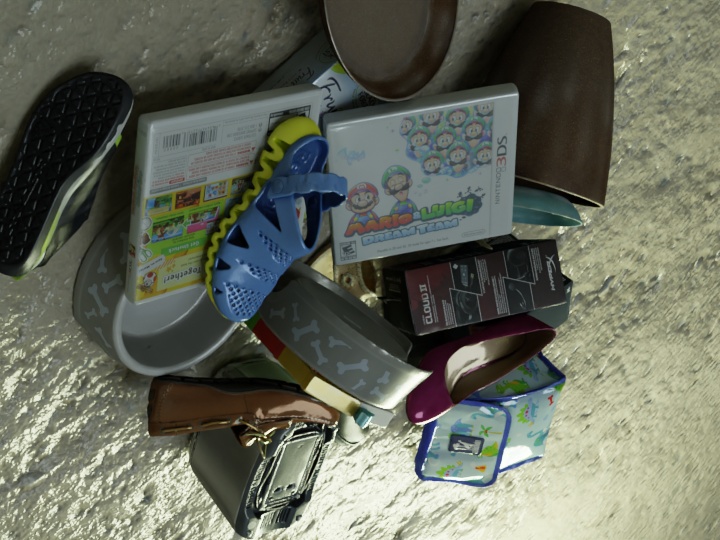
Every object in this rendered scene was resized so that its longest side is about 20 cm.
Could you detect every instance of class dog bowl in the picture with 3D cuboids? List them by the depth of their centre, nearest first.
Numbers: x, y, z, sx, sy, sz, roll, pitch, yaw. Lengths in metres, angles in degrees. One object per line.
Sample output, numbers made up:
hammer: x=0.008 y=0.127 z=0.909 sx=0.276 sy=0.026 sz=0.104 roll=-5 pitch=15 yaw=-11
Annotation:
dog bowl: x=-0.184 y=0.016 z=1.293 sx=0.199 sy=0.058 sz=0.202 roll=-30 pitch=140 yaw=-29
dog bowl: x=-0.020 y=0.067 z=1.354 sx=0.059 sy=0.200 sz=0.199 roll=-54 pitch=146 yaw=7

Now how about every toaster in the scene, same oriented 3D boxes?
toaster: x=-0.112 y=0.189 z=1.469 sx=0.113 sy=0.129 sz=0.202 roll=-9 pitch=128 yaw=-45

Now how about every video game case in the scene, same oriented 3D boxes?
video game case: x=-0.126 y=-0.073 z=1.216 sx=0.198 sy=0.023 sz=0.184 roll=-18 pitch=129 yaw=-40
video game case: x=0.063 y=-0.096 z=1.338 sx=0.197 sy=0.024 sz=0.184 roll=-10 pitch=132 yaw=-8

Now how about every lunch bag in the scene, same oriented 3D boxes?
lunch bag: x=0.172 y=0.204 z=1.828 sx=0.198 sy=0.128 sz=0.172 roll=-14 pitch=134 yaw=-25

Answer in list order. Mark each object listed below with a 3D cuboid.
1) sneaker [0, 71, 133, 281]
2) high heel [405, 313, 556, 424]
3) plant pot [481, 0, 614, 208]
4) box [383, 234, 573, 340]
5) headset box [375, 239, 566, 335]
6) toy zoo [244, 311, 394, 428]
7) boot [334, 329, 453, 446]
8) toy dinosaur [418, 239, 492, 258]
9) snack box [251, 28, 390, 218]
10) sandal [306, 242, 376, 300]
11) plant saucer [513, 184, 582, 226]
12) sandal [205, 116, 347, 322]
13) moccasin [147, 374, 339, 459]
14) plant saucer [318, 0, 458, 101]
sneaker: x=-0.259 y=-0.082 z=1.131 sx=0.201 sy=0.071 sz=0.083 roll=-55 pitch=169 yaw=6
high heel: x=0.130 y=0.105 z=1.427 sx=0.200 sy=0.095 sz=0.068 roll=-45 pitch=123 yaw=-40
plant pot: x=0.213 y=-0.193 z=1.483 sx=0.186 sy=0.185 sz=0.203 roll=15 pitch=91 yaw=-53
box: x=0.147 y=0.049 z=1.634 sx=0.199 sy=0.141 sz=0.080 roll=-33 pitch=141 yaw=-24
headset box: x=0.118 y=0.019 z=1.507 sx=0.197 sy=0.149 sz=0.078 roll=-11 pitch=93 yaw=-8
toy zoo: x=-0.044 y=0.104 z=1.389 sx=0.131 sy=0.200 sz=0.021 roll=31 pitch=98 yaw=-42
boot: x=0.041 y=0.142 z=1.555 sx=0.198 sy=0.066 sz=0.165 roll=-17 pitch=146 yaw=21
toy dinosaur: x=0.114 y=-0.051 z=1.532 sx=0.200 sy=0.100 sz=0.059 roll=-28 pitch=109 yaw=-81
snack box: x=-0.056 y=-0.136 z=1.308 sx=0.200 sy=0.053 sz=0.143 roll=-44 pitch=145 yaw=-13
sandal: x=-0.003 y=-0.002 z=1.476 sx=0.213 sy=0.069 sz=0.078 roll=-52 pitch=146 yaw=0
plant saucer: x=0.158 y=-0.079 z=1.503 sx=0.199 sy=0.198 sz=0.028 roll=10 pitch=88 yaw=-52
sandal: x=-0.076 y=-0.038 z=1.210 sx=0.079 sy=0.087 sz=0.202 roll=8 pitch=112 yaw=-53
moccasin: x=-0.119 y=0.150 z=1.342 sx=0.198 sy=0.073 sz=0.079 roll=4 pitch=89 yaw=-22
plant saucer: x=0.023 y=-0.264 z=1.251 sx=0.199 sy=0.032 sz=0.204 roll=-8 pitch=101 yaw=-47
